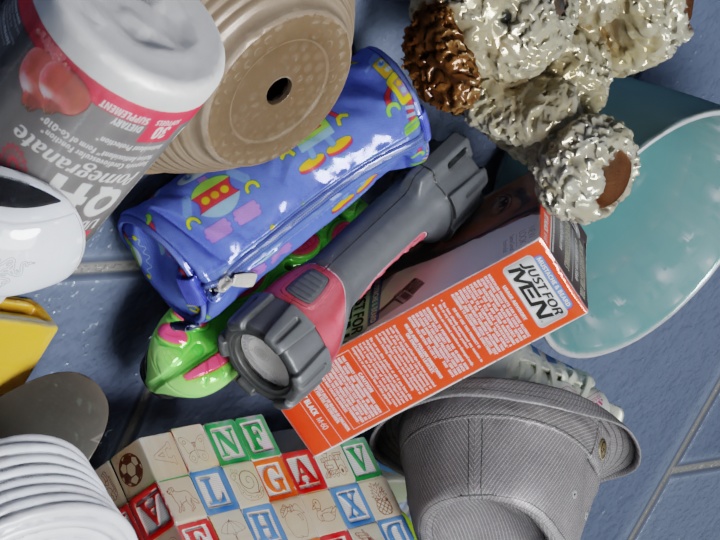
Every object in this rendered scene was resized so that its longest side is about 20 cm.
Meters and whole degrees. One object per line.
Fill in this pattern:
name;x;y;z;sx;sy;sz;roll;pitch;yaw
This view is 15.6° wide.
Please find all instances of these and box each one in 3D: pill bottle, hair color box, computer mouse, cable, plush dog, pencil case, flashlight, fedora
pill bottle;-0.167;-0.069;1.354;0.110;0.111;0.200;0;142;-48
hair color box;0.043;0.024;1.639;0.199;0.111;0.064;-28;111;16
computer mouse;-0.235;-0.029;1.295;0.044;0.199;0.110;-78;-177;-53
cable;-0.209;0.181;1.398;0.199;0.069;0.201;-14;137;-39
plush dog;0.092;-0.147;1.590;0.172;0.160;0.201;49;56;-43
pencil case;-0.047;-0.050;1.553;0.200;0.087;0.078;-36;139;-17
flashlight;0.000;0.000;1.586;0.200;0.068;0.068;-43;110;-34
fedora;0.092;0.146;1.695;0.176;0.091;0.200;0;153;9

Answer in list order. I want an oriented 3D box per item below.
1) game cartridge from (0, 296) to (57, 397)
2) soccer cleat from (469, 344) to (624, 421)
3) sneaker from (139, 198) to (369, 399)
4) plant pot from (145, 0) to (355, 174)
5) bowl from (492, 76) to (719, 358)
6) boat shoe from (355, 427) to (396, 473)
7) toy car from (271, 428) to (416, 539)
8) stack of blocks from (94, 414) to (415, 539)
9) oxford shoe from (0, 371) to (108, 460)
game cartridge;-0.286;0.094;1.492;0.176;0.032;0.200;11;119;-53
soccer cleat;0.116;0.076;1.744;0.200;0.086;0.070;30;74;-61
sneaker;-0.064;0.013;1.631;0.200;0.077;0.084;-34;-179;-31
plant pot;-0.071;-0.122;1.442;0.200;0.093;0.201;-29;145;-23
bowl;0.166;-0.052;1.773;0.200;0.105;0.201;-29;143;-24
boat shoe;0.065;0.087;1.837;0.069;0.084;0.200;-36;170;33
toy car;-0.037;0.210;1.804;0.149;0.176;0.200;-22;160;33
stack of blocks;-0.064;0.153;1.626;0.058;0.116;0.199;-37;162;35
oxford shoe;-0.225;0.135;1.535;0.200;0.071;0.071;-44;176;-1
